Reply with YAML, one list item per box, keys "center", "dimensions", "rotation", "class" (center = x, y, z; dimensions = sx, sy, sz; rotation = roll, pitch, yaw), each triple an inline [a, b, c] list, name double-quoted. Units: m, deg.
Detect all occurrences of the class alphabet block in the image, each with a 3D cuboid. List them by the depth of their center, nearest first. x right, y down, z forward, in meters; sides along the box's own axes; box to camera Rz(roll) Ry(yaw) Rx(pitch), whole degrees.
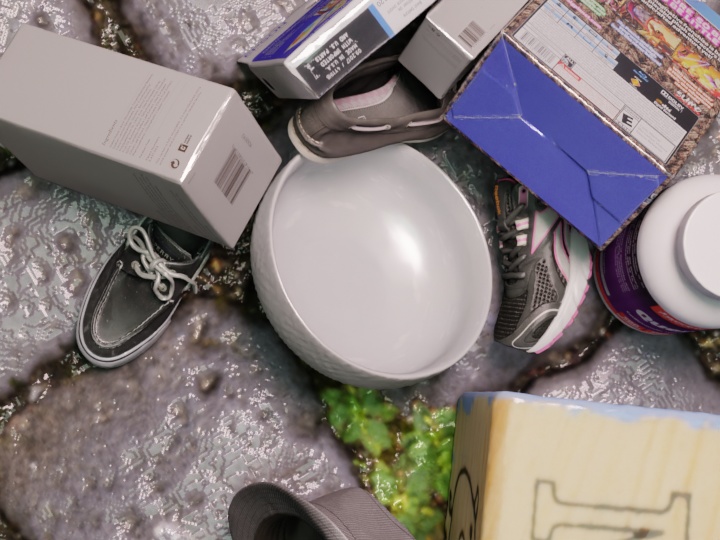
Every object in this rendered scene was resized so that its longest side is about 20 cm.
- center: [0.170, 0.199, 1.069]
  dimensions: [0.195, 0.195, 0.201]
  rotation: [6, 84, -2]
  class: "alphabet block"

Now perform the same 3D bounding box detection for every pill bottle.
- center: [0.251, -0.010, 1.085]
  dimensions: [0.112, 0.200, 0.113]
  rotation: [0, 86, -4]
  class: "pill bottle"

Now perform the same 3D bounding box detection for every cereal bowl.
- center: [0.000, 0.000, 1.106]
  dimensions: [0.199, 0.083, 0.201]
  rotation: [12, 63, -26]
  class: "cereal bowl"

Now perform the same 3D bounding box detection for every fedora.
- center: [-0.008, 0.236, 1.084]
  dimensions: [0.090, 0.177, 0.201]
  rotation: [-22, 78, -35]
  class: "fedora"

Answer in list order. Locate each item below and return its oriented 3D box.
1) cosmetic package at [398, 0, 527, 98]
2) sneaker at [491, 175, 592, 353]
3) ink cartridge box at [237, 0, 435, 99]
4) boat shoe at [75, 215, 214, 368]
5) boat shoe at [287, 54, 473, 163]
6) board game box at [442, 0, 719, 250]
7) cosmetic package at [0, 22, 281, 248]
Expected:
- center: [0.115, -0.224, 1.083]
  dimensions: [0.051, 0.083, 0.200]
  rotation: [41, 70, 1]
  class: "cosmetic package"
- center: [0.135, -0.034, 1.132]
  dimensions: [0.086, 0.080, 0.201]
  rotation: [25, 72, -22]
  class: "sneaker"
- center: [0.007, -0.207, 1.089]
  dimensions: [0.198, 0.200, 0.043]
  rotation: [-41, 107, -5]
  class: "ink cartridge box"
- center: [-0.152, -0.010, 1.118]
  dimensions: [0.074, 0.068, 0.199]
  rotation: [42, 84, 0]
  class: "boat shoe"
- center: [0.032, -0.133, 1.102]
  dimensions: [0.200, 0.057, 0.067]
  rotation: [-25, 79, -39]
  class: "boat shoe"
- center: [0.185, -0.143, 1.089]
  dimensions: [0.159, 0.097, 0.200]
  rotation: [41, 48, 3]
  class: "board game box"
- center: [-0.174, -0.100, 1.061]
  dimensions: [0.199, 0.108, 0.085]
  rotation: [21, 73, 24]
  class: "cosmetic package"
